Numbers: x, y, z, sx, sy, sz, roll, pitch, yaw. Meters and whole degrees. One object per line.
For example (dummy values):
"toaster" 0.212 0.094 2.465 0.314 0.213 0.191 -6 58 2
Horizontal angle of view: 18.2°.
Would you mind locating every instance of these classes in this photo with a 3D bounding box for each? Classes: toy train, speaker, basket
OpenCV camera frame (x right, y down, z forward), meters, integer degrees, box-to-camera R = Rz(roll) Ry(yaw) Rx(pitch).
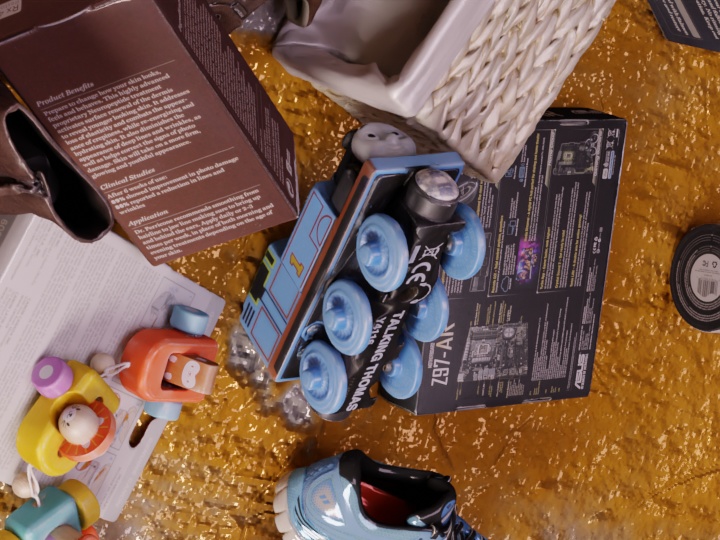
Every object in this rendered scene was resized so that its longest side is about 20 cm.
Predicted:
"toy train" 0.000 0.000 1.369 0.086 0.114 0.200 -9 139 -35
"speaker" 0.329 0.009 1.683 0.199 0.081 0.082 2 103 -38
"toy train" -0.143 0.118 1.339 0.150 0.055 0.201 13 98 -54
"basket" 0.066 -0.169 1.392 0.123 0.135 0.200 39 81 -41

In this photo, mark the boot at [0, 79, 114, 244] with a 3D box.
"boot" -0.217 -0.105 1.173 0.072 0.166 0.200 -46 126 -17

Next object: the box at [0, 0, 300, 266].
"box" -0.120 -0.098 1.264 0.100 0.075 0.200 -18 139 14

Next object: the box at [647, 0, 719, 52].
"box" 0.312 -0.244 1.515 0.197 0.200 0.118 -46 126 -17

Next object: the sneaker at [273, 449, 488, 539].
"sneaker" 0.043 0.179 1.472 0.200 0.090 0.079 29 44 -24

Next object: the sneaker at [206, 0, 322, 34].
"sneaker" -0.099 -0.166 1.307 0.199 0.070 0.076 -11 115 -31

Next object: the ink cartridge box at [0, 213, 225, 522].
"ink cartridge box" -0.180 0.051 1.343 0.200 0.047 0.161 33 82 -56

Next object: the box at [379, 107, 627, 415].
"box" 0.097 -0.008 1.523 0.160 0.043 0.201 -4 107 -36
